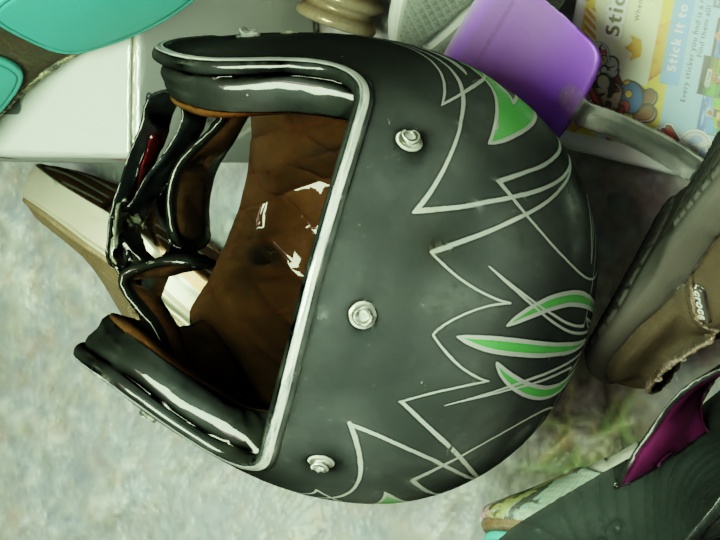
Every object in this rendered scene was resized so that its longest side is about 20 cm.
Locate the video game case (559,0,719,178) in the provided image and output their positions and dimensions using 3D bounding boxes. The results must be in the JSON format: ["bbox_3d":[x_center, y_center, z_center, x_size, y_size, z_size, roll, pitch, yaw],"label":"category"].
[{"bbox_3d":[0.176,-0.129,1.172,0.182,0.023,0.200,15,101,30],"label":"video game case"}]

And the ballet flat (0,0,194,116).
[{"bbox_3d":[-0.142,-0.106,1.182,0.200,0.068,0.075,-33,54,28],"label":"ballet flat"}]

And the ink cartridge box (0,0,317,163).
[{"bbox_3d":[-0.137,-0.090,1.296,0.200,0.146,0.084,3,93,31],"label":"ink cartridge box"}]

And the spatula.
[{"bbox_3d":[0.122,-0.047,1.176,0.200,0.021,0.057,34,120,7],"label":"spatula"}]

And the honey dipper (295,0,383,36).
[{"bbox_3d":[0.022,-0.200,1.259,0.038,0.038,0.200,26,101,28],"label":"honey dipper"}]

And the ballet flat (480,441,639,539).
[{"bbox_3d":[0.148,0.104,1.182,0.200,0.069,0.071,13,81,27],"label":"ballet flat"}]

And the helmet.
[{"bbox_3d":[0.000,0.000,1.142,0.190,0.200,0.200,20,103,31],"label":"helmet"}]

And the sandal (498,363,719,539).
[{"bbox_3d":[0.136,0.079,1.138,0.200,0.048,0.075,-36,52,-6],"label":"sandal"}]

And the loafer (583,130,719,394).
[{"bbox_3d":[0.142,0.004,1.116,0.071,0.200,0.073,30,66,1],"label":"loafer"}]

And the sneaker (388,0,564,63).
[{"bbox_3d":[0.061,-0.173,1.215,0.201,0.070,0.080,-68,27,13],"label":"sneaker"}]

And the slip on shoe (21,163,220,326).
[{"bbox_3d":[-0.081,0.020,1.311,0.200,0.076,0.061,33,102,19],"label":"slip on shoe"}]
